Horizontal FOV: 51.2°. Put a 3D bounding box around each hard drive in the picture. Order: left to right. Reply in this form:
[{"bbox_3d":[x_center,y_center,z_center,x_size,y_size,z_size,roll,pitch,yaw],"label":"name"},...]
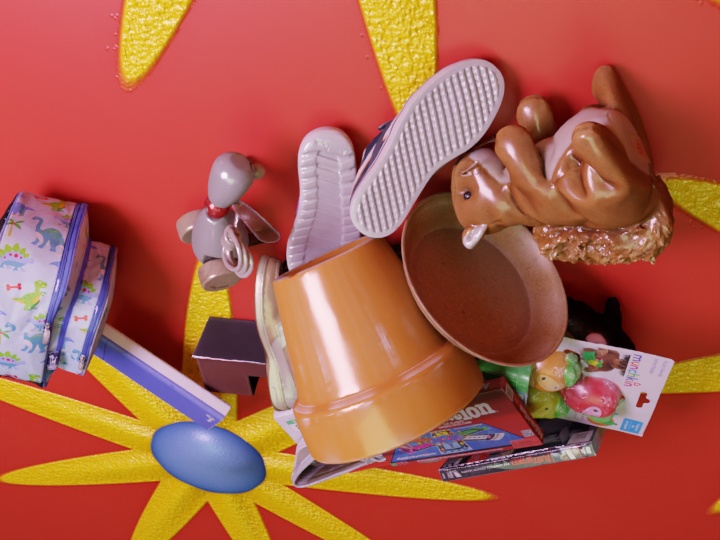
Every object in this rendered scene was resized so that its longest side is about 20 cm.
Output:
[{"bbox_3d":[-0.278,0.150,1.038,0.200,0.025,0.132,35,154,-7],"label":"hard drive"}]

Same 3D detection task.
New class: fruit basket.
[{"bbox_3d":[0.227,0.131,0.840,0.199,0.094,0.186,16,147,18],"label":"fruit basket"}]

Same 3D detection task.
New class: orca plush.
[{"bbox_3d":[0.266,0.056,0.877,0.200,0.071,0.105,36,174,-7],"label":"orca plush"}]

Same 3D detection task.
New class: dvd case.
[{"bbox_3d":[0.215,0.224,0.974,0.199,0.146,0.022,-19,89,25],"label":"dvd case"}]

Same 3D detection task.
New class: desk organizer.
[{"bbox_3d":[-0.111,0.121,0.996,0.199,0.072,0.077,4,134,9],"label":"desk organizer"}]

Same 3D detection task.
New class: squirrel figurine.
[{"bbox_3d":[0.187,-0.066,0.724,0.186,0.142,0.200,-23,120,37],"label":"squirrel figurine"}]

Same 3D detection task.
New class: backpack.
[{"bbox_3d":[-0.369,0.016,0.893,0.146,0.184,0.201,11,129,-18],"label":"backpack"}]

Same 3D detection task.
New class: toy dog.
[{"bbox_3d":[-0.132,-0.055,0.825,0.200,0.096,0.133,-17,89,60],"label":"toy dog"}]

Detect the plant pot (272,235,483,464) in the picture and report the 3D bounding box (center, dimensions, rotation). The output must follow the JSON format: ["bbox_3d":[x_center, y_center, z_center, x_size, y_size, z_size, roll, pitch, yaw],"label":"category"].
[{"bbox_3d":[0.001,0.068,0.784,0.199,0.200,0.184,-21,98,28],"label":"plant pot"}]

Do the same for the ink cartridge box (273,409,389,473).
[{"bbox_3d":[-0.007,0.242,1.096,0.160,0.050,0.200,-19,122,27],"label":"ink cartridge box"}]

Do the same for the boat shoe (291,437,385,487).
[{"bbox_3d":[-0.017,0.247,1.025,0.201,0.065,0.074,-25,122,35],"label":"boat shoe"}]

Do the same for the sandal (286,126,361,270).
[{"bbox_3d":[-0.037,-0.069,0.830,0.082,0.050,0.203,2,127,-11],"label":"sandal"}]

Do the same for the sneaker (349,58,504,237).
[{"bbox_3d":[0.056,-0.127,0.743,0.078,0.079,0.200,38,103,-16],"label":"sneaker"}]

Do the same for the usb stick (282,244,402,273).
[{"bbox_3d":[0.000,0.000,0.890,0.199,0.033,0.056,-7,121,19],"label":"usb stick"}]

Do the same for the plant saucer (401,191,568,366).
[{"bbox_3d":[0.120,0.012,0.763,0.200,0.201,0.035,28,138,-13],"label":"plant saucer"}]

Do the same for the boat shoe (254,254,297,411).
[{"bbox_3d":[-0.082,0.074,0.892,0.066,0.074,0.201,-4,115,7],"label":"boat shoe"}]

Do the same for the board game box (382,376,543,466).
[{"bbox_3d":[0.095,0.177,0.856,0.199,0.019,0.103,-18,125,32],"label":"board game box"}]

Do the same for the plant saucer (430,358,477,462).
[{"bbox_3d":[0.099,0.160,0.940,0.199,0.027,0.201,-7,113,-16],"label":"plant saucer"}]
